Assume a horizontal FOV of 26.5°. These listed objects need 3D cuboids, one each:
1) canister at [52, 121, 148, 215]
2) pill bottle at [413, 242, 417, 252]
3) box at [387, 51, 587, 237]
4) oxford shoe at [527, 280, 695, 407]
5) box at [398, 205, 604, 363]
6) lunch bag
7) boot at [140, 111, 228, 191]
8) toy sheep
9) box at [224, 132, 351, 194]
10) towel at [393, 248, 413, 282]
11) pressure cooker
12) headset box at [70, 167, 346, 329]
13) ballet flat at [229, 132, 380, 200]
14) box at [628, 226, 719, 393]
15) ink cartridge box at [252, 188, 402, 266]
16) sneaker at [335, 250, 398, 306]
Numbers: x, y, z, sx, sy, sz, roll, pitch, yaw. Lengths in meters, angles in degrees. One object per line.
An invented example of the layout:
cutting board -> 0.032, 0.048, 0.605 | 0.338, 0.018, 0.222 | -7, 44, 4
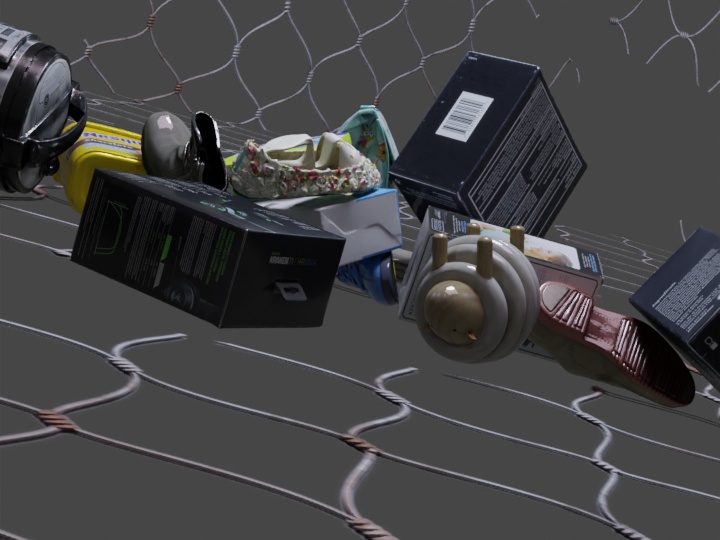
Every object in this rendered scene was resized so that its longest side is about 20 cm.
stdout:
canister -> -0.281, -0.110, 1.793 | 0.147, 0.088, 0.200 | 14, 10, -17
pill bottle -> 0.167, 0.008, 1.806 | 0.198, 0.112, 0.111 | 13, 8, -19
box -> 0.161, -0.126, 1.907 | 0.122, 0.201, 0.199 | 19, -23, 39
oxford shoe -> 0.259, 0.087, 1.611 | 0.199, 0.075, 0.071 | 35, 50, 1
box -> 0.150, 0.018, 1.653 | 0.198, 0.118, 0.060 | 15, 27, -5
lunch bag -> -0.005, -0.112, 1.953 | 0.121, 0.202, 0.170 | 16, 7, 2
boot -> -0.179, -0.125, 1.638 | 0.067, 0.131, 0.201 | -1, 51, -24
toy sheep -> 0.118, 0.025, 1.510 | 0.137, 0.139, 0.199 | 20, 17, 27
box -> -0.083, -0.122, 1.777 | 0.120, 0.048, 0.200 | -6, 11, 16
towel -> 0.119, 0.015, 1.949 | 0.198, 0.035, 0.133 | 17, 6, 7
pressure cooker -> -0.406, -0.181, 1.704 | 0.198, 0.178, 0.179 | 18, -16, 4
headset box -> -0.134, -0.017, 1.423 | 0.198, 0.094, 0.174 | 21, 9, 28
ballet flat -> -0.049, -0.111, 1.604 | 0.199, 0.065, 0.075 | -9, 33, -42
box -> 0.399, 0.074, 1.542 | 0.197, 0.118, 0.200 | 43, 3, -12
ink cartridge box -> -0.061, -0.051, 1.703 | 0.115, 0.069, 0.199 | -16, 15, -38
sneaker -> 0.000, 0.000, 1.739 | 0.077, 0.067, 0.200 | -7, 14, -4
